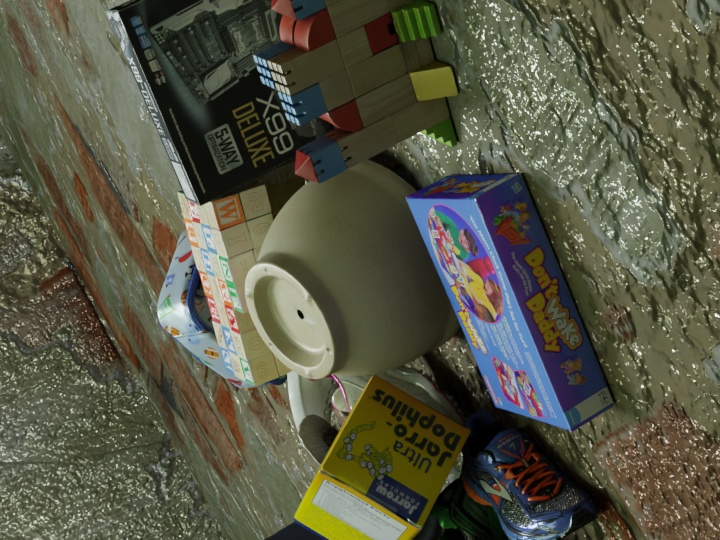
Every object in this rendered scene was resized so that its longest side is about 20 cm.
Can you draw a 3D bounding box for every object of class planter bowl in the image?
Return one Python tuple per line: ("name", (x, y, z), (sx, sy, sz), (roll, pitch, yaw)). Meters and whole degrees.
("planter bowl", (-0.021, 0.015, 1.283), (0.199, 0.134, 0.202), (31, 139, 33))

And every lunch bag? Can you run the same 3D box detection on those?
("lunch bag", (-0.151, 0.037, 1.680), (0.075, 0.161, 0.200), (-12, 137, 36))

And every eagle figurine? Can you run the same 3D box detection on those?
("eagle figurine", (0.025, 0.217, 1.555), (0.150, 0.152, 0.201), (27, 141, 27))

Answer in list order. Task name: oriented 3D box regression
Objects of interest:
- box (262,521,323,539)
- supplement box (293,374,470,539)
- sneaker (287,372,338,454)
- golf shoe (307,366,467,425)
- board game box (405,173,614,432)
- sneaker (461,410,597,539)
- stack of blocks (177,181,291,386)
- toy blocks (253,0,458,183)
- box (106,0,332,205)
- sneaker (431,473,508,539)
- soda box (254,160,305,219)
("box", (0.006, 0.378, 1.714), (0.117, 0.199, 0.198), (43, 154, 45))
("supplement box", (0.017, 0.201, 1.354), (0.108, 0.110, 0.200), (29, 155, 2))
("sneaker", (-0.038, 0.110, 1.583), (0.073, 0.084, 0.202), (-49, -46, -77))
("golf shoe", (0.027, 0.129, 1.426), (0.200, 0.092, 0.075), (40, 168, 21))
("board game box", (0.119, 0.023, 1.129), (0.201, 0.045, 0.134), (66, 162, -12))
("sneaker", (0.141, 0.187, 1.266), (0.200, 0.075, 0.079), (24, 135, 61))
("stack of blocks", (-0.118, 0.011, 1.426), (0.115, 0.058, 0.202), (18, 125, 63))
("toy blocks", (-0.016, -0.164, 1.085), (0.100, 0.136, 0.201), (33, 146, 57))
("box", (-0.132, -0.187, 1.344), (0.050, 0.157, 0.202), (22, 136, 64))
("sneaker", (0.118, 0.291, 1.435), (0.078, 0.085, 0.201), (34, 148, 56))
("soda box", (-0.082, -0.022, 1.478), (0.068, 0.064, 0.202), (24, 129, 62))
